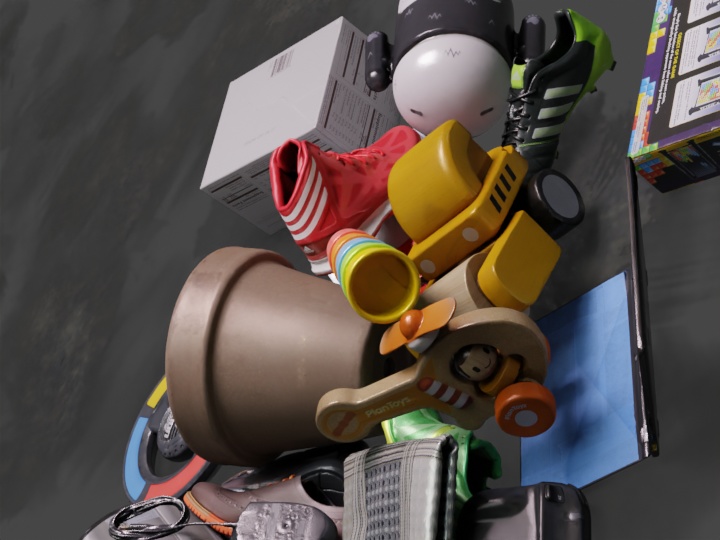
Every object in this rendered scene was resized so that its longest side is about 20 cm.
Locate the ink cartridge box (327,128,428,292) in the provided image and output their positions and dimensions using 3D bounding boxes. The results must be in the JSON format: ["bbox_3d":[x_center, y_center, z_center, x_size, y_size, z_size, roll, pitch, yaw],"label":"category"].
[{"bbox_3d":[0.031,-0.040,1.509,0.160,0.047,0.200,-39,28,8],"label":"ink cartridge box"}]

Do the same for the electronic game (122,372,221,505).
[{"bbox_3d":[-0.187,0.165,1.664,0.200,0.042,0.201,-36,36,30],"label":"electronic game"}]

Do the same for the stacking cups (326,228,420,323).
[{"bbox_3d":[0.000,0.000,1.309,0.061,0.060,0.200,-56,13,0],"label":"stacking cups"}]

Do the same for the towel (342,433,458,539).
[{"bbox_3d":[0.018,0.234,1.213,0.192,0.034,0.202,157,119,-64],"label":"towel"}]

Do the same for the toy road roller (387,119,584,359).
[{"bbox_3d":[0.084,-0.032,1.317,0.123,0.146,0.200,-38,15,42],"label":"toy road roller"}]

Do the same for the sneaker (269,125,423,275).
[{"bbox_3d":[-0.011,-0.100,1.463,0.078,0.116,0.200,-14,32,38],"label":"sneaker"}]

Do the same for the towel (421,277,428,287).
[{"bbox_3d":[0.025,0.067,1.475,0.145,0.022,0.200,-59,30,-4],"label":"towel"}]

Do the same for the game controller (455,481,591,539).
[{"bbox_3d":[0.115,0.245,1.129,0.104,0.042,0.201,-14,50,25],"label":"game controller"}]

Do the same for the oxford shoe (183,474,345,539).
[{"bbox_3d":[-0.069,0.213,1.379,0.199,0.071,0.073,15,82,32],"label":"oxford shoe"}]

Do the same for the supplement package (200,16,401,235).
[{"bbox_3d":[-0.060,-0.156,1.723,0.199,0.111,0.157,-22,45,43],"label":"supplement package"}]

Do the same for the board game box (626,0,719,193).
[{"bbox_3d":[0.310,-0.176,1.268,0.165,0.057,0.201,-17,48,45],"label":"board game box"}]

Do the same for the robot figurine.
[{"bbox_3d":[0.093,-0.220,1.556,0.150,0.124,0.201,-35,36,36],"label":"robot figurine"}]

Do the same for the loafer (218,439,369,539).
[{"bbox_3d":[-0.069,0.206,1.446,0.199,0.072,0.063,-23,20,36],"label":"loafer"}]

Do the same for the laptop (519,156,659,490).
[{"bbox_3d":[0.166,0.053,1.199,0.115,0.201,0.188,-6,48,11],"label":"laptop"}]

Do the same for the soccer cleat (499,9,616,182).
[{"bbox_3d":[0.158,-0.145,1.429,0.201,0.081,0.067,-60,30,-6],"label":"soccer cleat"}]

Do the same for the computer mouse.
[{"bbox_3d":[-0.116,0.222,1.315,0.198,0.034,0.059,2,47,14],"label":"computer mouse"}]

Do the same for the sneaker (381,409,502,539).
[{"bbox_3d":[0.074,0.160,1.278,0.083,0.074,0.201,-32,39,9],"label":"sneaker"}]

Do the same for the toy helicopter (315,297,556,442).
[{"bbox_3d":[0.048,0.082,1.212,0.199,0.132,0.079,-23,37,21],"label":"toy helicopter"}]

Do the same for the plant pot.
[{"bbox_3d":[-0.049,0.079,1.384,0.173,0.200,0.201,1,59,29],"label":"plant pot"}]

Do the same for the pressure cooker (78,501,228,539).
[{"bbox_3d":[-0.165,0.311,1.356,0.176,0.178,0.200,-55,29,-3],"label":"pressure cooker"}]
